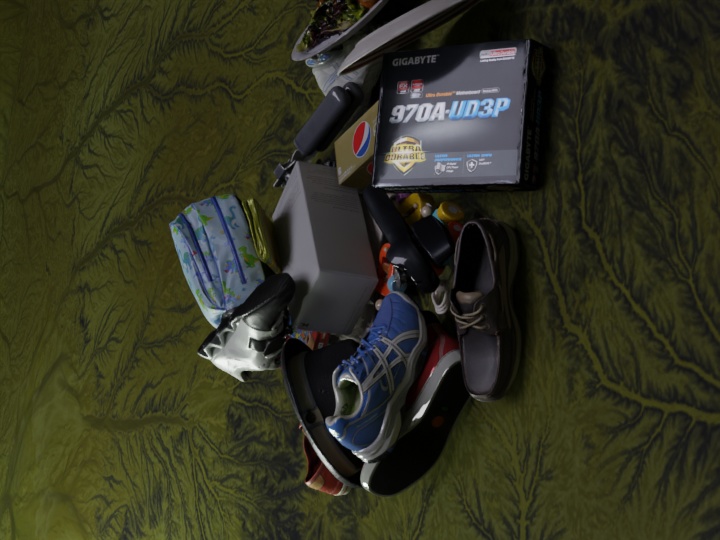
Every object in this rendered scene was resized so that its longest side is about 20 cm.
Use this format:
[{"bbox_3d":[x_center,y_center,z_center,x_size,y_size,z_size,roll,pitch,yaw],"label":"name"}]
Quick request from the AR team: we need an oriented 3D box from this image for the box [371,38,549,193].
[{"bbox_3d":[0.109,-0.167,1.594,0.199,0.046,0.160,2,84,38],"label":"box"}]

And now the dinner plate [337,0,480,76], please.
[{"bbox_3d":[0.057,-0.279,1.651,0.200,0.200,0.024,-20,98,58],"label":"dinner plate"}]

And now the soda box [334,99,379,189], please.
[{"bbox_3d":[0.045,-0.169,1.761,0.200,0.067,0.064,-39,50,51],"label":"soda box"}]

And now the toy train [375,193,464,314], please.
[{"bbox_3d":[0.079,-0.016,1.683,0.200,0.055,0.151,17,101,63],"label":"toy train"}]

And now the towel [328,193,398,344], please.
[{"bbox_3d":[0.000,0.000,1.838,0.132,0.034,0.201,6,88,61],"label":"towel"}]

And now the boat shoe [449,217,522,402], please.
[{"bbox_3d":[0.124,0.040,1.540,0.074,0.073,0.201,-11,72,36],"label":"boat shoe"}]

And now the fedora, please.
[{"bbox_3d":[-0.013,0.156,1.733,0.091,0.201,0.201,-28,51,13],"label":"fedora"}]

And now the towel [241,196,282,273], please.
[{"bbox_3d":[-0.113,-0.024,1.861,0.200,0.018,0.086,59,-164,-71],"label":"towel"}]

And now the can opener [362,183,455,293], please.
[{"bbox_3d":[0.049,-0.038,1.636,0.064,0.078,0.200,64,175,-32],"label":"can opener"}]

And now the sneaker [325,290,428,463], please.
[{"bbox_3d":[0.018,0.108,1.599,0.076,0.077,0.201,-19,49,47],"label":"sneaker"}]

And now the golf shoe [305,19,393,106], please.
[{"bbox_3d":[0.008,-0.267,1.876,0.200,0.078,0.098,-9,101,60],"label":"golf shoe"}]

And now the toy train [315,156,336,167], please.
[{"bbox_3d":[-0.039,-0.128,1.941,0.200,0.034,0.046,-3,84,62],"label":"toy train"}]

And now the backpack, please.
[{"bbox_3d":[-0.174,-0.004,1.918,0.163,0.153,0.201,79,-175,-77],"label":"backpack"}]

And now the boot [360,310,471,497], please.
[{"bbox_3d":[0.048,0.150,1.657,0.200,0.072,0.144,-57,34,10],"label":"boot"}]

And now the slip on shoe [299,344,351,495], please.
[{"bbox_3d":[-0.047,0.188,1.850,0.074,0.061,0.201,-38,50,55],"label":"slip on shoe"}]

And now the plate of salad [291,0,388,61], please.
[{"bbox_3d":[-0.020,-0.345,1.853,0.200,0.048,0.200,-37,22,18],"label":"plate of salad"}]

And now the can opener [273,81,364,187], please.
[{"bbox_3d":[-0.051,-0.161,1.900,0.067,0.053,0.200,53,134,13],"label":"can opener"}]

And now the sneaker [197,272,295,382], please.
[{"bbox_3d":[-0.116,0.073,1.764,0.200,0.088,0.074,-41,10,49],"label":"sneaker"}]

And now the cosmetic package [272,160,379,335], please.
[{"bbox_3d":[-0.048,-0.029,1.801,0.201,0.084,0.108,-103,31,-42],"label":"cosmetic package"}]

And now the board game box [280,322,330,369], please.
[{"bbox_3d":[-0.077,0.091,1.915,0.200,0.019,0.103,-159,83,-74],"label":"board game box"}]
